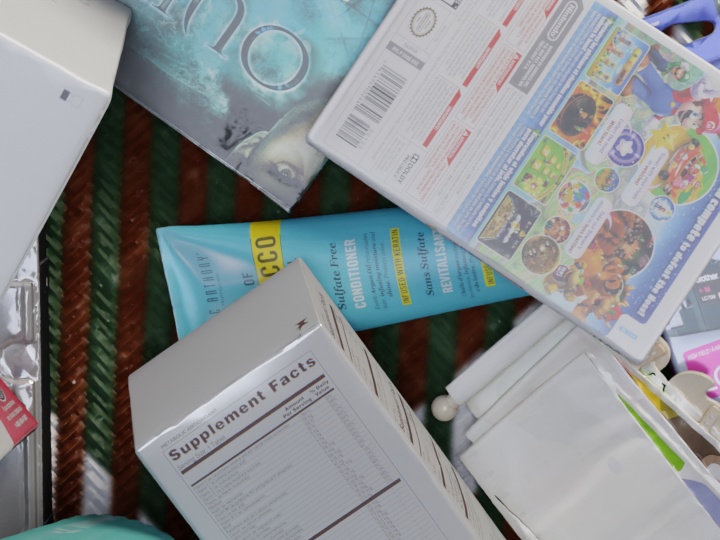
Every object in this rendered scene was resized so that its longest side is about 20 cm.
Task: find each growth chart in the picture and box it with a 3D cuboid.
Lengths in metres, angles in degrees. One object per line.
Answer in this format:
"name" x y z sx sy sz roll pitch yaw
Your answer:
"growth chart" 0.131 0.106 1.411 0.144 0.018 0.200 -32 94 22

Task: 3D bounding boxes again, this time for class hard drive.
"hard drive" -0.229 0.068 1.425 0.139 0.038 0.201 1 96 1

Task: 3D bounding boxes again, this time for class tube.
"tube" 0.000 0.000 1.411 0.199 0.050 0.078 -10 90 7

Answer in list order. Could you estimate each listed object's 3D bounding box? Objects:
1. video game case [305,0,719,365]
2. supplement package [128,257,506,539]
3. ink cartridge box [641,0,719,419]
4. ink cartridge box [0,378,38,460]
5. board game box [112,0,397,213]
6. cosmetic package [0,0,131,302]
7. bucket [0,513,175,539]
"video game case" 0.094 -0.068 1.369 0.200 0.018 0.143 34 87 5
"supplement package" -0.013 0.114 1.369 0.114 0.110 0.200 -34 108 4
"ink cartridge box" 0.189 -0.038 1.403 0.119 0.042 0.201 -20 94 3
"ink cartridge box" -0.258 0.034 1.329 0.084 0.145 0.200 -40 92 6
"board game box" -0.077 -0.141 1.401 0.200 0.028 0.136 35 95 -3
"cosmetic package" -0.223 -0.100 1.289 0.199 0.200 0.123 28 105 -9
"bucket" -0.148 0.217 1.300 0.206 0.135 0.208 8 104 32
